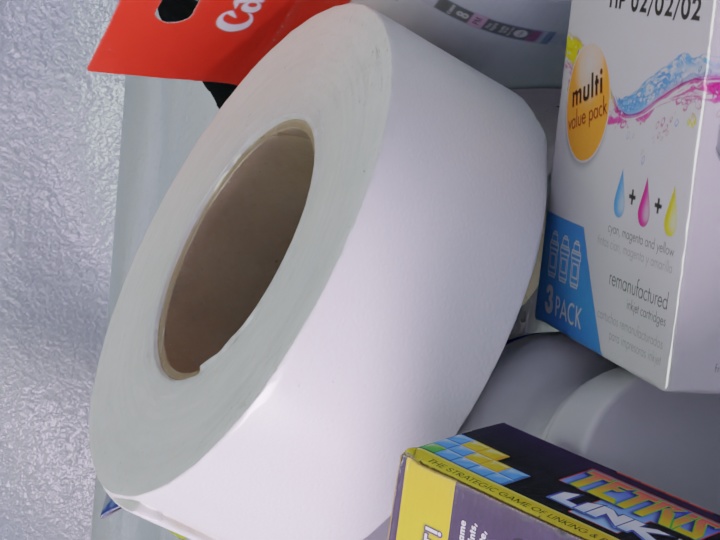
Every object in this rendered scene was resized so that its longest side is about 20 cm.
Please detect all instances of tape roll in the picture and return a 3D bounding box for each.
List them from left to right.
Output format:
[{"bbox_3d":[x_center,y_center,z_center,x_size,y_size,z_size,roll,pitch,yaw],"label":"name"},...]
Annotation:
[{"bbox_3d":[-0.020,0.006,0.789,0.202,0.071,0.202,-45,29,33],"label":"tape roll"}]

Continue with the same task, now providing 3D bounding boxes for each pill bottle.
[{"bbox_3d":[0.058,0.079,0.781,0.200,0.112,0.112,-8,78,61],"label":"pill bottle"}]

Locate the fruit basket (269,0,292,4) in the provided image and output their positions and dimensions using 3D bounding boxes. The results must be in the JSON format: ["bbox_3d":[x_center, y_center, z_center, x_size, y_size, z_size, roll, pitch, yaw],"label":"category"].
[{"bbox_3d":[0.019,-0.220,0.883,0.156,0.215,0.216,121,150,-65],"label":"fruit basket"}]

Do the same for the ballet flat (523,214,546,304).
[{"bbox_3d":[0.052,-0.039,1.027,0.200,0.069,0.070,-120,36,-65],"label":"ballet flat"}]

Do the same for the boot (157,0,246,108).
[{"bbox_3d":[-0.022,-0.165,0.964,0.198,0.162,0.073,58,160,-2],"label":"boot"}]

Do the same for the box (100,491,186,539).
[{"bbox_3d":[-0.054,0.066,1.203,0.200,0.048,0.122,-33,29,33],"label":"box"}]

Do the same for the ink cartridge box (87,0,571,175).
[{"bbox_3d":[0.009,-0.088,0.849,0.163,0.200,0.057,131,133,-60],"label":"ink cartridge box"}]

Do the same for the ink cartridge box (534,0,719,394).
[{"bbox_3d":[0.116,-0.069,0.691,0.115,0.068,0.200,-149,64,-70],"label":"ink cartridge box"}]

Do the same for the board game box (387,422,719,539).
[{"bbox_3d":[0.076,0.167,0.648,0.165,0.057,0.200,23,112,38],"label":"board game box"}]
